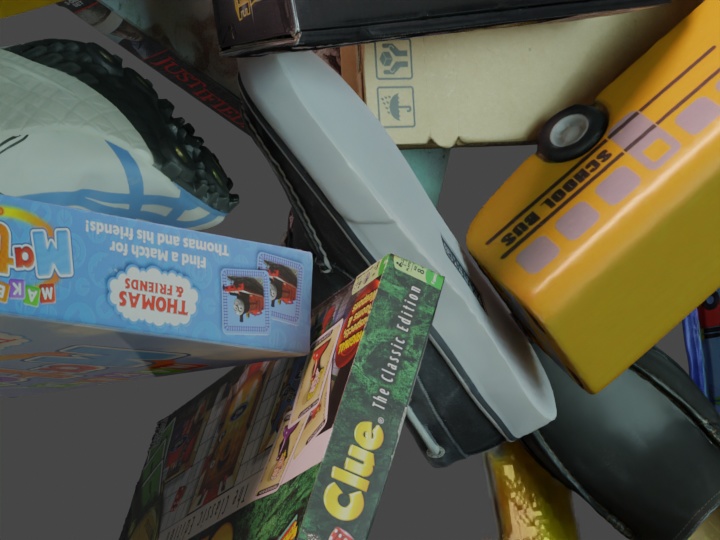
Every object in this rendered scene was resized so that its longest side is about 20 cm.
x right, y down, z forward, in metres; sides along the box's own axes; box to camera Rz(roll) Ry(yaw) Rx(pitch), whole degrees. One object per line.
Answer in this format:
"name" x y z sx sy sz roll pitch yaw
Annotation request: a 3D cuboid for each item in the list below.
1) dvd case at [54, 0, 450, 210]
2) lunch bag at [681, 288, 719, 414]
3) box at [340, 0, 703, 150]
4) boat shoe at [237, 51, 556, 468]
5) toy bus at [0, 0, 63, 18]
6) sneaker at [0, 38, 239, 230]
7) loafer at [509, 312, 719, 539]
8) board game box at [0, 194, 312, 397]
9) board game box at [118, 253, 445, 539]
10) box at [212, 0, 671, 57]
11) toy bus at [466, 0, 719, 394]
"dvd case" -0.027 -0.120 0.836 0.200 0.022 0.147 34 60 -36
"lunch bag" 0.225 0.077 1.025 0.150 0.094 0.201 -6 101 -44
"box" 0.064 -0.150 0.857 0.163 0.021 0.201 -3 90 -26
"boat shoe" 0.000 0.000 0.808 0.200 0.068 0.072 52 16 -35
"toy bus" -0.121 -0.174 0.683 0.192 0.135 0.201 27 56 -56
"sneaker" -0.116 -0.035 0.709 0.200 0.073 0.072 6 43 -56
"loafer" 0.133 0.087 0.900 0.200 0.072 0.073 38 94 -20
"board game box" -0.136 0.006 0.609 0.199 0.151 0.037 9 77 -44
"board game box" -0.038 0.072 0.666 0.023 0.200 0.105 23 63 -17
"box" 0.022 -0.184 0.771 0.198 0.050 0.201 -11 94 -44
"toy bus" 0.135 -0.049 0.833 0.200 0.078 0.065 -41 128 -3
